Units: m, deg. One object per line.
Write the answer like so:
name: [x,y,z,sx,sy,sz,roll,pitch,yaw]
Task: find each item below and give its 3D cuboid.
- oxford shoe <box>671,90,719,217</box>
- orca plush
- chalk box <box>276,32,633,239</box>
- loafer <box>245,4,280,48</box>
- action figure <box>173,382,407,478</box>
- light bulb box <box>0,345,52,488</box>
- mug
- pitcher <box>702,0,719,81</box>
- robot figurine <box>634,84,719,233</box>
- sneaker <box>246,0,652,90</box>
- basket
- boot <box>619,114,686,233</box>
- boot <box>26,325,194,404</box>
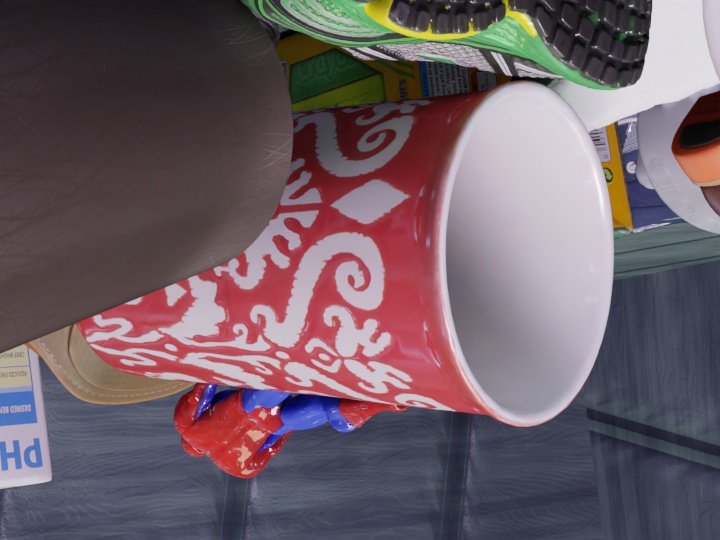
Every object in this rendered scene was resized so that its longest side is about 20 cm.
oxford shoe: [0.210,-0.079,1.206,0.071,0.073,0.200,-15,-155,46]
orca plush: [0.127,-0.105,1.130,0.105,0.071,0.200,24,134,-14]
chalk box: [0.020,-0.058,1.278,0.124,0.125,0.200,-5,174,-34]
loafer: [-0.114,-0.088,1.046,0.070,0.070,0.200,-17,178,40]
action figure: [-0.029,0.047,1.300,0.200,0.065,0.099,-29,-155,53]
light bulb box: [-0.280,0.024,1.336,0.125,0.201,0.198,-11,174,43]
mug: [-0.005,0.007,1.079,0.200,0.134,0.178,0,140,34]
pitcher: [0.228,-0.109,1.012,0.200,0.122,0.172,-18,179,-20]
robot figurine: [0.225,-0.082,1.386,0.169,0.113,0.200,15,167,-22]
sneaker: [0.040,-0.113,0.987,0.085,0.078,0.200,-2,172,45]
basket: [-0.129,-0.044,0.904,0.200,0.181,0.136,-8,154,-49]
boot: [0.258,-0.079,1.649,0.200,0.091,0.073,-9,176,19]
boot: [-0.164,-0.018,1.276,0.200,0.155,0.074,19,118,-38]
